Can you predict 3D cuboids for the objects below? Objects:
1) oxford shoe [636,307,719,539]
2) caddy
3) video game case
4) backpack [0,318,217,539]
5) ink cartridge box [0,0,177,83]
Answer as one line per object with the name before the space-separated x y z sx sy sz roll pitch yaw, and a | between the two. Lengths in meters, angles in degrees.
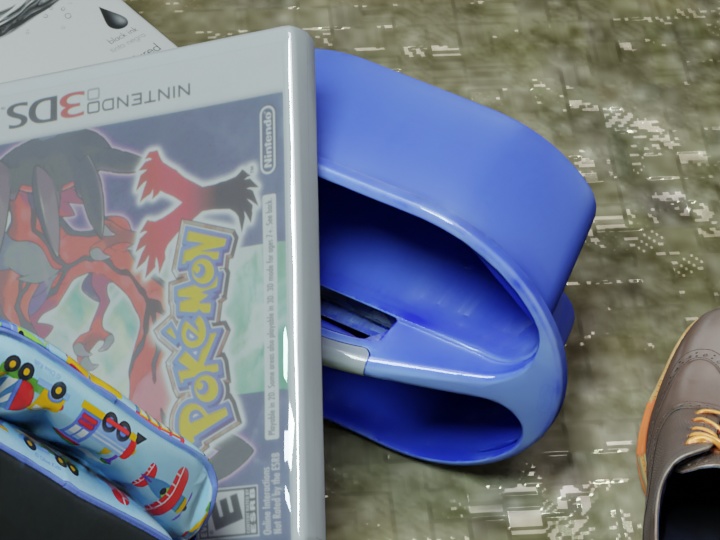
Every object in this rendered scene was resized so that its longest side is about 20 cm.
oxford shoe | 0.147 0.083 0.922 0.071 0.073 0.200 8 49 4
caddy | 0.000 0.000 0.942 0.200 0.141 0.105 22 48 16
video game case | -0.099 0.016 0.891 0.182 0.023 0.200 -8 75 26
backpack | -0.176 0.072 0.810 0.200 0.183 0.135 18 75 47
ink cartridge box | -0.177 -0.097 1.064 0.116 0.068 0.200 -34 58 -28
